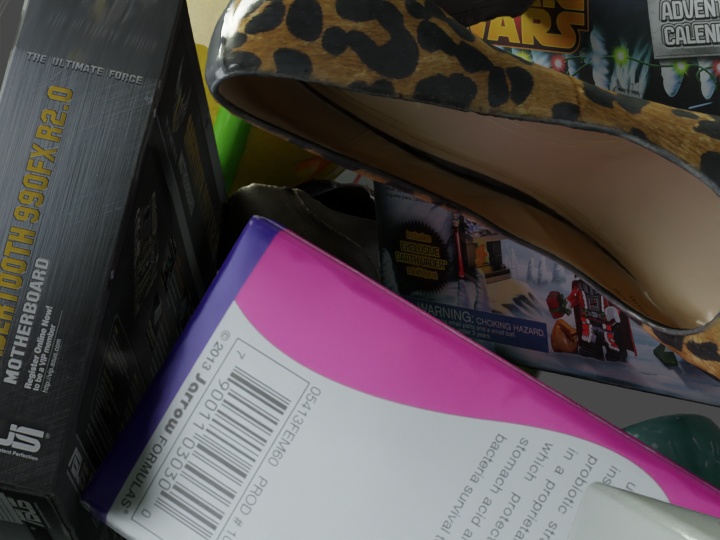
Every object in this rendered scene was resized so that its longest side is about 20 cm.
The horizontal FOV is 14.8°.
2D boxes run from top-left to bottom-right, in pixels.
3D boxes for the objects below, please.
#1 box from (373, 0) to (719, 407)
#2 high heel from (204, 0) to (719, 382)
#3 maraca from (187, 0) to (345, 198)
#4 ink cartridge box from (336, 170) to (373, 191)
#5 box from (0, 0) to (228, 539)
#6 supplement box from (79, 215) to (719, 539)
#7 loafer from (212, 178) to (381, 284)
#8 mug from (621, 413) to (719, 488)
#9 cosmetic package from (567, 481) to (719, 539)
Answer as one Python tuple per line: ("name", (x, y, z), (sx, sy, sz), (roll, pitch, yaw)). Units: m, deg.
("box", (0.087, -0.033, 0.842), (0.199, 0.040, 0.138), (10, 112, 40))
("high heel", (0.050, -0.011, 0.756), (0.200, 0.142, 0.072), (50, 132, 16))
("maraca", (-0.041, -0.079, 1.046), (0.200, 0.106, 0.138), (122, 168, -76))
("ink cartridge box", (-0.023, -0.070, 1.179), (0.116, 0.068, 0.200), (-58, 29, 16))
("box", (-0.087, 0.016, 0.876), (0.200, 0.048, 0.160), (85, -163, -72))
("supplement box", (0.038, 0.083, 0.796), (0.199, 0.103, 0.102), (31, 88, 26))
("loafer", (0.000, 0.000, 0.996), (0.072, 0.200, 0.072), (-17, 83, 11))
("mug", (0.028, 0.110, 0.912), (0.184, 0.114, 0.153), (11, 81, 23))
("cosmetic package", (0.134, 0.169, 0.629), (0.200, 0.165, 0.168), (29, 99, 64))
